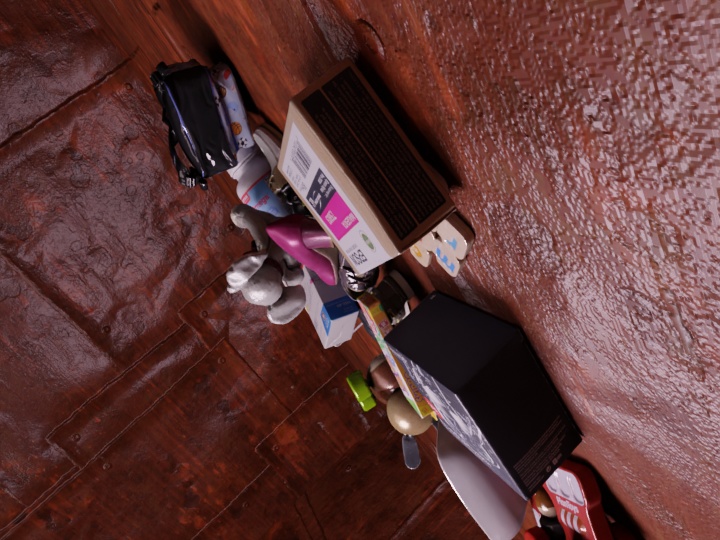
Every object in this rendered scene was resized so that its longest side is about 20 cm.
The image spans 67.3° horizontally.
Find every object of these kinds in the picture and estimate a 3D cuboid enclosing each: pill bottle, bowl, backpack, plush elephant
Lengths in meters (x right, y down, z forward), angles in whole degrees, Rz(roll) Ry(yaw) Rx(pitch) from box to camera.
[{"bbox_3d":[-0.166,-0.141,1.032,0.202,0.108,0.109,51,169,-4],"label":"pill bottle"},{"bbox_3d":[0.212,0.319,0.909,0.202,0.074,0.200,54,-160,-6],"label":"bowl"},{"bbox_3d":[-0.276,-0.273,0.929,0.190,0.151,0.205,37,143,49],"label":"backpack"},{"bbox_3d":[-0.159,-0.004,0.910,0.197,0.156,0.167,6,138,46],"label":"plush elephant"}]

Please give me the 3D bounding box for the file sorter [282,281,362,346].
[{"bbox_3d":[-0.081,0.067,1.333,0.200,0.124,0.139,46,169,20],"label":"file sorter"}]

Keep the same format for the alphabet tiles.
[{"bbox_3d":[0.045,-0.084,0.586,0.201,0.014,0.197,48,167,18],"label":"alphabet tiles"}]

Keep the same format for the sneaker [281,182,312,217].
[{"bbox_3d":[-0.057,-0.097,0.791,0.199,0.082,0.072,38,165,52],"label":"sneaker"}]

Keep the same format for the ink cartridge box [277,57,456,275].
[{"bbox_3d":[-0.007,-0.089,0.556,0.167,0.074,0.200,54,167,-2],"label":"ink cartridge box"}]

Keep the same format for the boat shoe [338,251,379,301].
[{"bbox_3d":[0.000,0.000,0.845,0.201,0.069,0.067,98,173,-74],"label":"boat shoe"}]

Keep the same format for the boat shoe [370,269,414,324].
[{"bbox_3d":[0.047,0.057,0.927,0.072,0.060,0.202,48,169,12],"label":"boat shoe"}]

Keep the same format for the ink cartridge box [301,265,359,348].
[{"bbox_3d":[-0.080,0.042,1.128,0.203,0.065,0.117,62,155,27],"label":"ink cartridge box"}]

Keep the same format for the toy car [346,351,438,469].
[{"bbox_3d":[0.092,0.256,1.022,0.203,0.161,0.159,58,174,26],"label":"toy car"}]

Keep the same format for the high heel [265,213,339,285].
[{"bbox_3d":[-0.080,-0.030,0.823,0.093,0.070,0.201,3,155,3],"label":"high heel"}]

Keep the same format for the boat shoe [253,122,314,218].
[{"bbox_3d":[-0.123,-0.155,0.914,0.201,0.068,0.075,51,169,1],"label":"boat shoe"}]

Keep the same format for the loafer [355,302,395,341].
[{"bbox_3d":[0.002,0.060,1.134,0.199,0.072,0.074,38,150,35],"label":"loafer"}]

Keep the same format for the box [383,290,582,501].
[{"bbox_3d":[0.146,0.147,0.688,0.184,0.103,0.199,55,169,-20],"label":"box"}]

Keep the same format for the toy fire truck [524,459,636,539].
[{"bbox_3d":[0.296,0.346,0.773,0.200,0.109,0.173,128,127,-79],"label":"toy fire truck"}]

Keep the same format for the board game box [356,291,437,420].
[{"bbox_3d":[0.055,0.132,0.821,0.204,0.029,0.095,61,174,-9],"label":"board game box"}]
